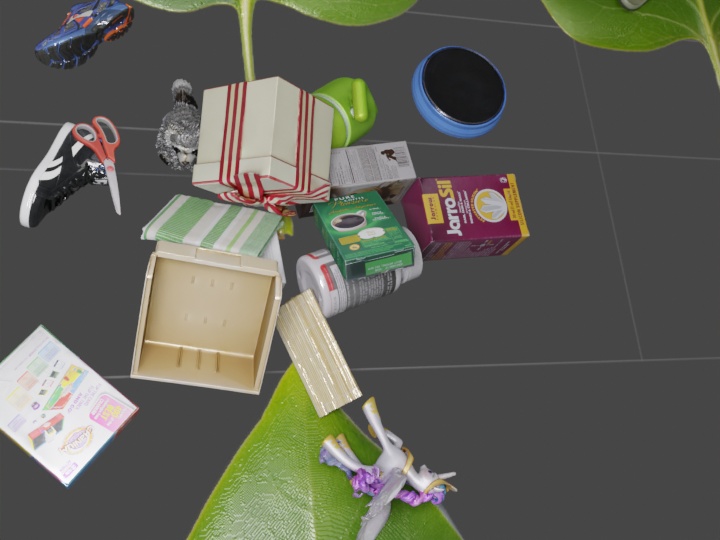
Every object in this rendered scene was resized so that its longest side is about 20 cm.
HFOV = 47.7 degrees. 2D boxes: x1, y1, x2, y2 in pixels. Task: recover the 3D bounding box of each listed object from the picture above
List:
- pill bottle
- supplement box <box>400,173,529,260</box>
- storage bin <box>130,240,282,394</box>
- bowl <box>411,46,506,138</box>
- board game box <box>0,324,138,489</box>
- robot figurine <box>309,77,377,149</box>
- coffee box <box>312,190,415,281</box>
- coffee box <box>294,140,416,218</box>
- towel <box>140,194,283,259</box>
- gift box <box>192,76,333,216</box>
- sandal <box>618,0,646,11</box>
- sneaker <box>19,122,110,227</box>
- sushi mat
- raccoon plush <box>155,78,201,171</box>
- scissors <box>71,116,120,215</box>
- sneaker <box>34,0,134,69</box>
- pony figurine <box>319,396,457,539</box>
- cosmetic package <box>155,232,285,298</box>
[{"bbox_3d":[0.000,0.000,1.402,0.199,0.114,0.114,-20,76,-22],"label":"pill bottle"},{"bbox_3d":[0.192,-0.099,1.504,0.199,0.103,0.132,-5,72,-18],"label":"supplement box"},{"bbox_3d":[-0.235,0.072,1.254,0.199,0.200,0.094,10,28,-12],"label":"storage bin"},{"bbox_3d":[0.202,-0.364,1.644,0.199,0.039,0.202,6,68,-14],"label":"bowl"},{"bbox_3d":[-0.461,0.204,1.225,0.200,0.040,0.153,41,64,1],"label":"board game box"},{"bbox_3d":[-0.048,-0.277,1.476,0.200,0.175,0.116,-43,115,-45],"label":"robot figurine"},{"bbox_3d":[0.002,-0.062,1.351,0.122,0.044,0.200,-13,36,-14],"label":"coffee box"},{"bbox_3d":[-0.016,-0.163,1.461,0.199,0.113,0.080,-10,73,-19],"label":"coffee box"},{"bbox_3d":[-0.240,-0.071,1.337,0.199,0.024,0.153,11,30,8],"label":"towel"},{"bbox_3d":[-0.148,-0.193,1.310,0.184,0.199,0.188,14,79,-51],"label":"gift box"},{"bbox_3d":[0.672,-0.677,1.894,0.080,0.057,0.201,40,64,1],"label":"sandal"},{"bbox_3d":[-0.470,-0.146,1.338,0.111,0.073,0.201,20,64,-7],"label":"sneaker"},{"bbox_3d":[-0.076,0.136,1.347,0.012,0.095,0.201,-8,68,-57],"label":"sushi mat"},{"bbox_3d":[-0.310,-0.266,1.398,0.096,0.134,0.201,-15,75,-20],"label":"raccoon plush"},{"bbox_3d":[-0.407,-0.176,1.334,0.073,0.014,0.200,-18,64,-37],"label":"scissors"},{"bbox_3d":[-0.498,-0.427,1.447,0.078,0.075,0.200,39,56,10],"label":"sneaker"},{"bbox_3d":[0.032,0.326,1.282,0.200,0.167,0.193,41,55,18],"label":"pony figurine"},{"bbox_3d":[-0.233,-0.003,1.356,0.199,0.071,0.102,-5,71,-19],"label":"cosmetic package"}]
